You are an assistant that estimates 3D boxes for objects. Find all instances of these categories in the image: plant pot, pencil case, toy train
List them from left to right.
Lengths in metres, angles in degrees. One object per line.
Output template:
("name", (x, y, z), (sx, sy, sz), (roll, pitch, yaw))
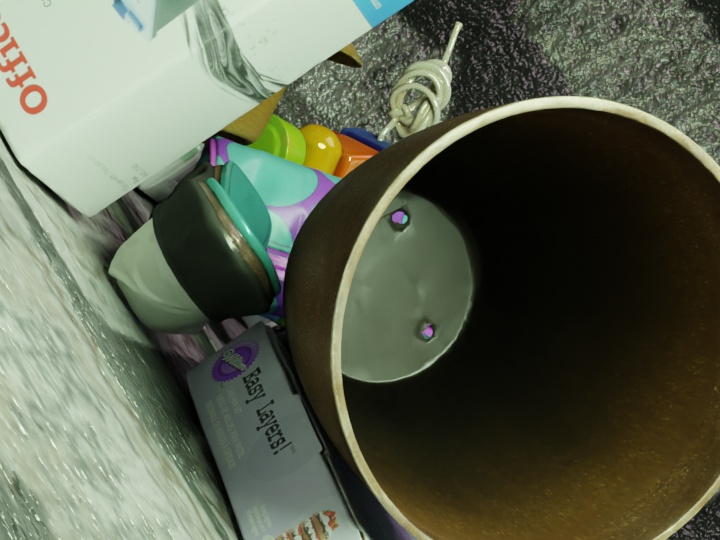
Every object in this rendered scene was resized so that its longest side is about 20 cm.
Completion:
("toy train", (-0.022, -0.063, 1.325), (0.085, 0.200, 0.116), (29, 7, 39))
("pencil case", (0.000, 0.000, 1.240), (0.200, 0.085, 0.092), (19, 19, -11))
("plant pot", (0.044, 0.016, 1.000), (0.187, 0.187, 0.200), (57, -13, -17))

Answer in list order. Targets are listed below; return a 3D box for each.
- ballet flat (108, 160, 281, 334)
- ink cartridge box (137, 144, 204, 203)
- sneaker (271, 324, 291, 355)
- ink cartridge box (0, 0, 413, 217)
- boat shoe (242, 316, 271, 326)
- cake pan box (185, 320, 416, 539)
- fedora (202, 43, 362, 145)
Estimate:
("ballet flat", (-0.073, -0.005, 1.064), (0.068, 0.068, 0.200), (57, 2, -6))
("ink cartridge box", (-0.152, -0.131, 1.444), (0.200, 0.050, 0.161), (60, 2, 7))
("sneaker", (0.011, 0.110, 1.176), (0.200, 0.077, 0.111), (54, -5, 11))
("ink cartridge box", (-0.084, -0.143, 1.033), (0.147, 0.200, 0.086), (58, 3, 19))
("boat shoe", (-0.069, -0.016, 1.444), (0.072, 0.062, 0.200), (58, 3, 14))
("cake pan box", (0.003, 0.137, 1.026), (0.184, 0.052, 0.200), (59, 1, -31))
("fedora", (-0.101, -0.115, 1.249), (0.200, 0.082, 0.201), (18, -2, 1))
